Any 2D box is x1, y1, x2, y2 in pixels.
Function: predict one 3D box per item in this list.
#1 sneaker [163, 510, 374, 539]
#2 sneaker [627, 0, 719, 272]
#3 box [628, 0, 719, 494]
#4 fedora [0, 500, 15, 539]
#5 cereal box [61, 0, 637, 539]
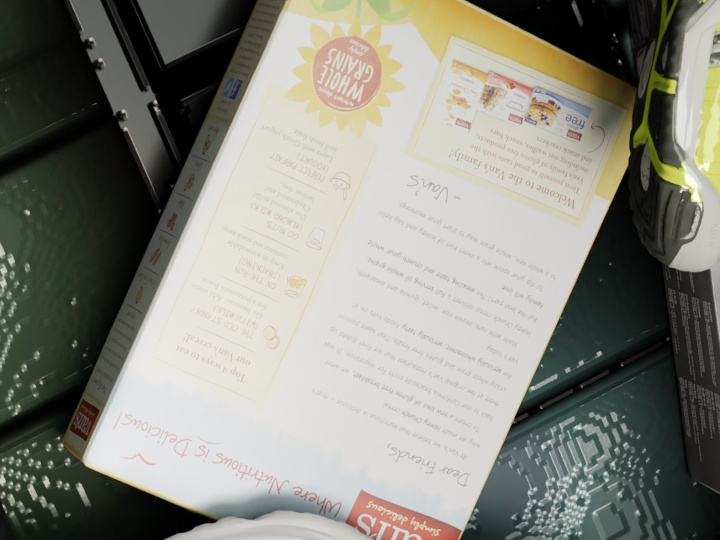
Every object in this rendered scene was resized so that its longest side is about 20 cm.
[{"bbox_3d":[0.003,0.145,0.972,0.199,0.100,0.078,8,134,-8],"label":"sneaker"},{"bbox_3d":[0.140,-0.091,0.958,0.076,0.075,0.201,17,71,-2],"label":"sneaker"},{"bbox_3d":[0.188,-0.030,1.058,0.157,0.050,0.201,-11,101,-16],"label":"box"},{"bbox_3d":[-0.176,0.120,0.924,0.091,0.201,0.202,-14,104,15],"label":"fedora"},{"bbox_3d":[0.000,0.000,1.007,0.143,0.040,0.201,25,90,-22],"label":"cereal box"}]
